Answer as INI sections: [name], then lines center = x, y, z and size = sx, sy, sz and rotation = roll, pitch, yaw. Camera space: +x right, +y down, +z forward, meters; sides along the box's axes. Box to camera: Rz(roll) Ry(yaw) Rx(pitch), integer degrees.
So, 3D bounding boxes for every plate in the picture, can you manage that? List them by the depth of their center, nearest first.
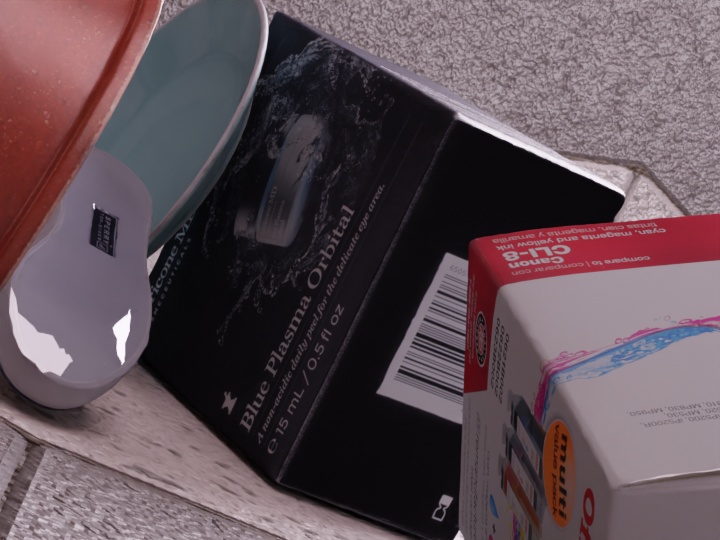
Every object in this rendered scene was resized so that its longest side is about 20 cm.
[plate]
center = -0.109, -0.059, 1.379
size = 0.026, 0.200, 0.200
rotation = 37, 1, -25

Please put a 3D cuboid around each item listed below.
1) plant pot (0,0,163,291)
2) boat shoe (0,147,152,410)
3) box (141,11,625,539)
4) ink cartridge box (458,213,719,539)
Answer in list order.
[plant pot]
center = -0.199, -0.066, 0.856
size = 0.195, 0.201, 0.201
rotation = 34, 4, -14
[boat shoe]
center = -0.138, 0.016, 1.228
size = 0.073, 0.065, 0.200
rotation = 34, 25, -11
[box]
center = 0.000, 0.000, 1.340
size = 0.117, 0.197, 0.200
rotation = 22, 7, -33
[ink cartridge box]
center = 0.131, 0.088, 1.033
size = 0.144, 0.146, 0.200
rotation = -4, 27, -12
